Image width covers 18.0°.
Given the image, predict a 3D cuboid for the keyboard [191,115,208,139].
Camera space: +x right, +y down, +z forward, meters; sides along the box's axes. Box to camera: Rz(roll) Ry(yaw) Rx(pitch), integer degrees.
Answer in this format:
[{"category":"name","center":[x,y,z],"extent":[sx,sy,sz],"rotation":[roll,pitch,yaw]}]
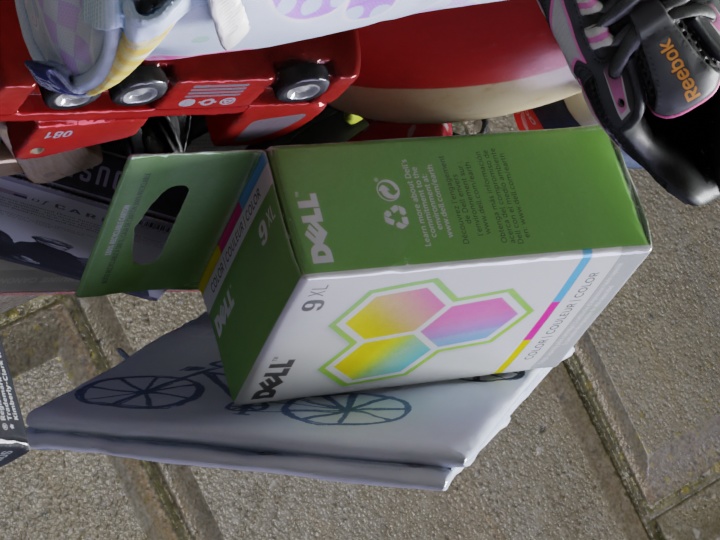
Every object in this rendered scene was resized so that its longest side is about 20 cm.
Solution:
[{"category":"keyboard","center":[-0.021,-0.130,1.178],"extent":[0.199,0.021,0.127],"rotation":[-28,-161,11]}]

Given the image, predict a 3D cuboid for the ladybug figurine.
[{"category":"ladybug figurine","center":[0.047,-0.129,0.880],"extent":[0.199,0.137,0.072],"rotation":[-19,151,7]}]

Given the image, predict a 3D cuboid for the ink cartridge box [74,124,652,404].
[{"category":"ink cartridge box","center":[0.000,0.000,0.880],"extent":[0.198,0.060,0.104],"rotation":[-5,152,-22]}]

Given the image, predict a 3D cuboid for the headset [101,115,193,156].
[{"category":"headset","center":[-0.079,-0.078,1.080],"extent":[0.123,0.094,0.200],"rotation":[-27,-169,9]}]

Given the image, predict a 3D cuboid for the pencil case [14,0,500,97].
[{"category":"pencil case","center":[0.000,-0.105,0.615],"extent":[0.199,0.084,0.091],"rotation":[-15,-164,-27]}]

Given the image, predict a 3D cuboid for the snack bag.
[{"category":"snack bag","center":[-0.020,0.050,0.958],"extent":[0.187,0.022,0.200],"rotation":[3,-167,17]}]

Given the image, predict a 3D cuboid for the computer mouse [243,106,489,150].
[{"category":"computer mouse","center":[-0.018,-0.056,1.093],"extent":[0.138,0.053,0.200],"rotation":[1,-143,30]}]

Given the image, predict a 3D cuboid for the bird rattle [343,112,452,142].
[{"category":"bird rattle","center":[0.021,-0.108,0.975],"extent":[0.163,0.112,0.200],"rotation":[-53,-160,20]}]

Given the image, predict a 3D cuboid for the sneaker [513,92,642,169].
[{"category":"sneaker","center":[0.153,-0.080,0.971],"extent":[0.199,0.076,0.084],"rotation":[0,169,-29]}]

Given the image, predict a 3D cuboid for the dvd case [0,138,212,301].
[{"category":"dvd case","center":[-0.144,-0.029,0.972],"extent":[0.149,0.025,0.200],"rotation":[16,168,-8]}]

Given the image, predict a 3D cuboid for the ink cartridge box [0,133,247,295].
[{"category":"ink cartridge box","center":[-0.080,-0.026,1.165],"extent":[0.198,0.045,0.177],"rotation":[-1,-143,16]}]

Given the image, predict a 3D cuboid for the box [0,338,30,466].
[{"category":"box","center":[-0.223,0.030,0.725],"extent":[0.122,0.107,0.199],"rotation":[-27,162,31]}]

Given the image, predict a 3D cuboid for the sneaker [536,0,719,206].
[{"category":"sneaker","center":[0.095,-0.097,0.768],"extent":[0.080,0.087,0.200],"rotation":[-31,139,10]}]

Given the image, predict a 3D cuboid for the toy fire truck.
[{"category":"toy fire truck","center":[-0.114,-0.059,0.823],"extent":[0.199,0.049,0.141],"rotation":[-5,161,-32]}]
